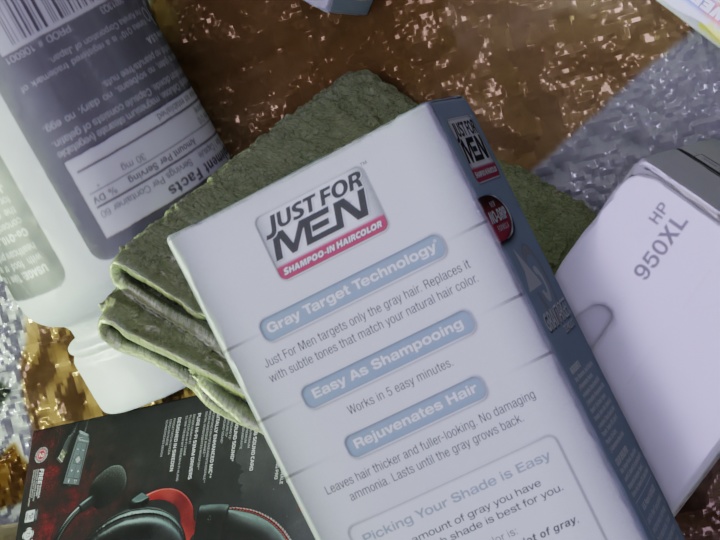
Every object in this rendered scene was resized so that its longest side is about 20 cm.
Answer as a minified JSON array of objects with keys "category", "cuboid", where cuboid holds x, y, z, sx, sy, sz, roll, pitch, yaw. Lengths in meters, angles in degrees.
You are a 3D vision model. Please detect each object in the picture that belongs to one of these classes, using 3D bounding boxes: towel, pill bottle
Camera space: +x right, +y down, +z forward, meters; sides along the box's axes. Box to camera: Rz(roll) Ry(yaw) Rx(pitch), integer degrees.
[{"category":"towel","cuboid":[0.000,0.000,0.845,0.148,0.200,0.037,33,136,11]},{"category":"pill bottle","cuboid":[-0.118,-0.047,0.895,0.113,0.113,0.200,-25,100,17]}]

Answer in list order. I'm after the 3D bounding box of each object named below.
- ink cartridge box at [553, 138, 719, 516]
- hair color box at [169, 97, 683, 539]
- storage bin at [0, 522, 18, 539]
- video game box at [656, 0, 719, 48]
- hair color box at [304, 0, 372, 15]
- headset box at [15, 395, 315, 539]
[{"category":"ink cartridge box","cuboid":[0.114,0.032,0.800,0.084,0.200,0.145,36,104,11]},{"category":"hair color box","cuboid":[0.030,0.054,0.683,0.099,0.061,0.200,-27,90,16]},{"category":"storage bin","cuboid":[-0.234,0.233,0.979,0.198,0.094,0.200,-12,92,17]},{"category":"video game box","cuboid":[0.188,-0.172,0.838,0.200,0.047,0.182,39,102,10]},{"category":"hair color box","cuboid":[-0.010,-0.219,0.884,0.099,0.061,0.200,26,101,13]},{"category":"headset box","cuboid":[-0.050,0.129,0.867,0.200,0.075,0.149,-13,57,31]}]
